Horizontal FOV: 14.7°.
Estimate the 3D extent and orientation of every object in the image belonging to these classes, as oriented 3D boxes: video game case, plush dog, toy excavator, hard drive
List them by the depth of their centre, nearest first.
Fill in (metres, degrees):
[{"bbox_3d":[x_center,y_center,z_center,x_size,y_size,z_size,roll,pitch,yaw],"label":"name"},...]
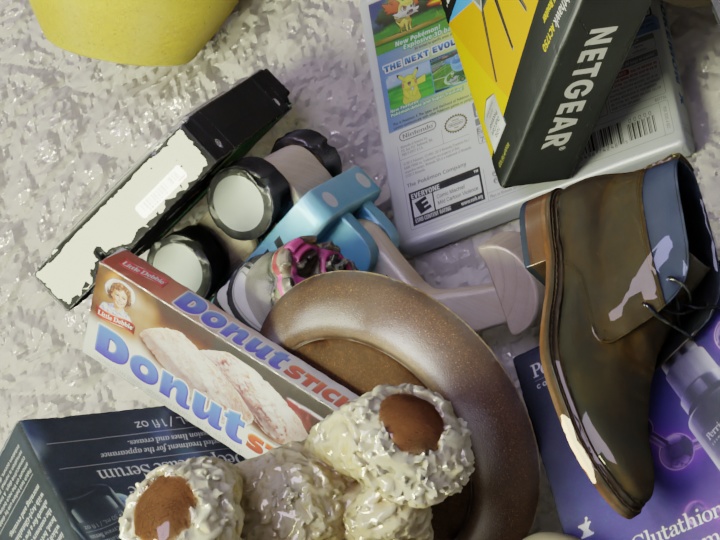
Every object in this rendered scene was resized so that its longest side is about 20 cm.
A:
[{"bbox_3d":[-0.020,0.178,1.507,0.199,0.161,0.173,-19,73,-13],"label":"plush dog"},{"bbox_3d":[0.000,0.000,1.716,0.200,0.100,0.195,47,119,6],"label":"toy excavator"},{"bbox_3d":[-0.119,-0.055,1.741,0.038,0.200,0.140,46,110,0],"label":"hard drive"},{"bbox_3d":[0.100,-0.123,1.749,0.199,0.022,0.183,-20,63,23],"label":"video game case"}]

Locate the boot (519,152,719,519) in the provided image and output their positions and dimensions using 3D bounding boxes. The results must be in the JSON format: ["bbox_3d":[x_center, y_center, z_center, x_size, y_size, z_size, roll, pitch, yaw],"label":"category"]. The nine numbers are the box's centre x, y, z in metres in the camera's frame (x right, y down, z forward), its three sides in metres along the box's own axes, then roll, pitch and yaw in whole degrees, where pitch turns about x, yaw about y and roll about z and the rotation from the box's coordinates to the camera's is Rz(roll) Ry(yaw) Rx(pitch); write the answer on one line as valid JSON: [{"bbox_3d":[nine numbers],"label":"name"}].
[{"bbox_3d":[0.150,0.029,1.505,0.097,0.075,0.201,-25,59,23],"label":"boot"}]

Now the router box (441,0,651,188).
[{"bbox_3d":[0.106,-0.165,1.639,0.051,0.200,0.150,-8,61,-16],"label":"router box"}]

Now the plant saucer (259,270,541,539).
[{"bbox_3d":[0.011,0.097,1.599,0.199,0.032,0.201,20,126,29],"label":"plant saucer"}]

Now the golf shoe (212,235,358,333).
[{"bbox_3d":[-0.012,0.076,1.676,0.092,0.073,0.201,-24,98,42],"label":"golf shoe"}]

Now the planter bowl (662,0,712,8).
[{"bbox_3d":[0.206,-0.242,1.649,0.135,0.199,0.201,-49,51,38],"label":"planter bowl"}]

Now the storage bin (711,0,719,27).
[{"bbox_3d":[0.283,-0.085,1.556,0.093,0.135,0.201,-27,63,18],"label":"storage bin"}]

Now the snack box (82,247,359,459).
[{"bbox_3d":[-0.072,0.066,1.608,0.199,0.024,0.072,31,131,20],"label":"snack box"}]

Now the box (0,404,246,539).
[{"bbox_3d":[-0.115,0.186,1.603,0.200,0.148,0.107,59,135,30],"label":"box"}]

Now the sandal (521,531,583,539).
[{"bbox_3d":[0.147,0.188,1.458,0.199,0.054,0.081,22,84,35],"label":"sandal"}]

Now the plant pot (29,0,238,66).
[{"bbox_3d":[-0.150,-0.216,1.844,0.199,0.200,0.143,22,109,34],"label":"plant pot"}]

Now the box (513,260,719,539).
[{"bbox_3d":[0.190,0.118,1.556,0.147,0.104,0.201,-27,61,19],"label":"box"}]
